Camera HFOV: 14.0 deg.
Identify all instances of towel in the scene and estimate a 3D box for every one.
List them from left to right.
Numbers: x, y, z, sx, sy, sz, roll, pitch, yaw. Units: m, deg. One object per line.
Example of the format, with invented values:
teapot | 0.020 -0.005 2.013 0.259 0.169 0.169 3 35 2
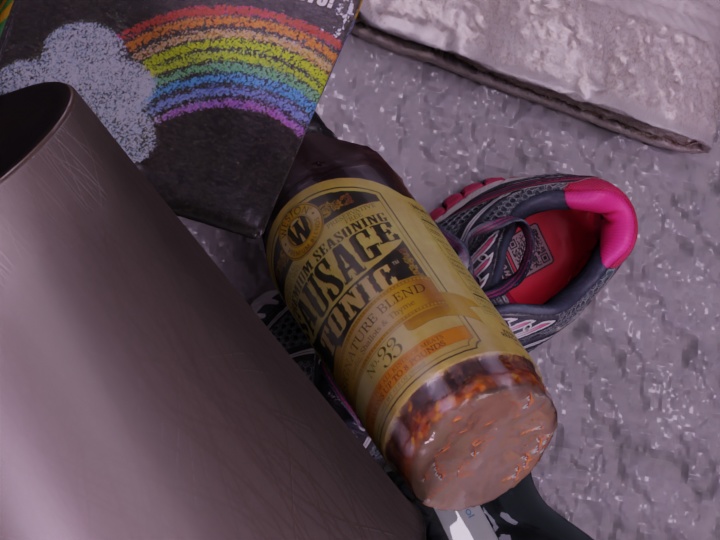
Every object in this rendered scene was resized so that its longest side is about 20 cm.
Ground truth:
towel | 0.074 -0.138 1.206 0.199 0.034 0.133 17 76 -25

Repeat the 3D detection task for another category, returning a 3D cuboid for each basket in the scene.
basket | -0.088 0.051 0.963 0.201 0.136 0.181 59 35 -19

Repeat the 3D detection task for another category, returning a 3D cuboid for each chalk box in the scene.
chalk box | -0.065 -0.137 1.032 0.124 0.124 0.201 15 110 -25

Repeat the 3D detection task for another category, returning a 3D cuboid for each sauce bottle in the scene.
sauce bottle | 0.000 0.000 1.074 0.066 0.200 0.066 -20 137 -19

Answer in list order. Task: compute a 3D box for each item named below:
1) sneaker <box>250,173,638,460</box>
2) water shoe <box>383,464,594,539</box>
sneaker | 0.021 0.019 1.134 0.200 0.075 0.081 -39 102 -26
water shoe | 0.083 0.146 1.151 0.079 0.071 0.201 -34 100 -29
